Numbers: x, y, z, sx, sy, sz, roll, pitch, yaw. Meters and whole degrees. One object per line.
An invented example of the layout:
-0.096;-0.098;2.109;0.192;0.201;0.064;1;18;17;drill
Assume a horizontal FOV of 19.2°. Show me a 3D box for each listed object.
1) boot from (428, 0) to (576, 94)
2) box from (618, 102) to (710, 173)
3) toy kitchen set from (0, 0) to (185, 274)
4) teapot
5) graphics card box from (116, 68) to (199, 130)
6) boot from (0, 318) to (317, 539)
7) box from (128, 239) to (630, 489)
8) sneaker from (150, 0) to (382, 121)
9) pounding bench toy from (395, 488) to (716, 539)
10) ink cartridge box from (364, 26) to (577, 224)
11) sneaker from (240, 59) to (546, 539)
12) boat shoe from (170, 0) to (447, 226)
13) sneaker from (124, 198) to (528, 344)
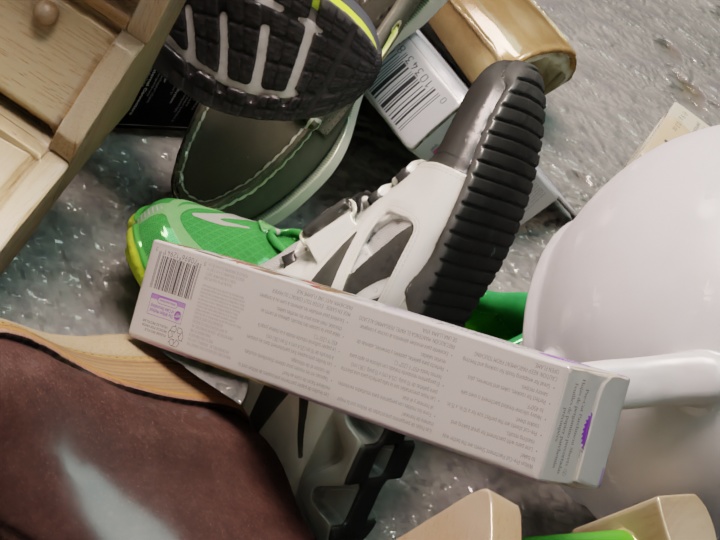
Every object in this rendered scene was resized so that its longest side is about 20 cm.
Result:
0.049;-0.175;1.205;0.200;0.066;0.175;50;24;15;boot
0.205;0.018;1.076;0.200;0.095;0.078;36;32;4;box
-0.168;-0.097;0.762;0.163;0.181;0.200;33;47;-2;toy kitchen set
0.126;0.036;0.849;0.200;0.145;0.198;58;41;-38;teapot
-0.122;-0.124;0.994;0.199;0.051;0.126;-1;48;-42;graphics card box
-0.085;0.093;0.720;0.166;0.072;0.200;47;30;22;boot
0.000;0.030;0.747;0.199;0.042;0.039;15;1;40;box
-0.078;-0.129;0.898;0.199;0.074;0.081;26;33;9;sneaker
0.045;0.136;0.680;0.156;0.124;0.201;30;44;-27;pounding bench toy
0.016;-0.110;1.085;0.197;0.043;0.200;52;6;25;ink cartridge box
0.000;0.000;0.819;0.088;0.201;0.074;28;2;23;sneaker
-0.021;-0.102;0.944;0.072;0.202;0.060;32;-14;21;boat shoe
-0.006;0.004;0.902;0.199;0.084;0.074;19;35;-24;sneaker
